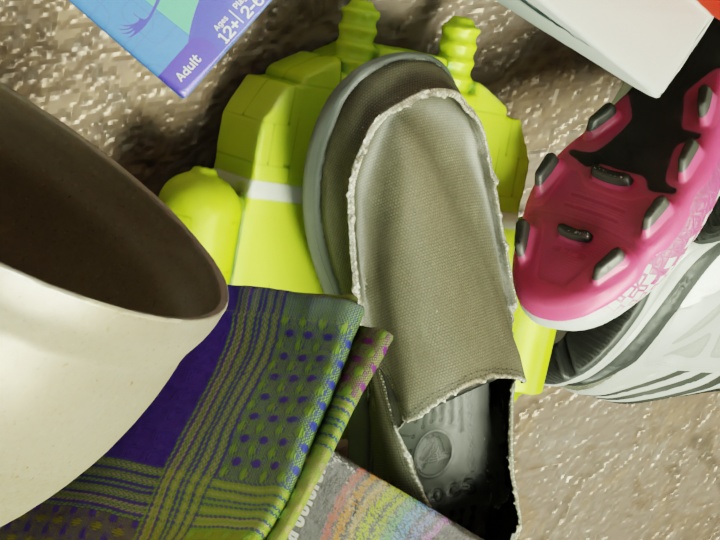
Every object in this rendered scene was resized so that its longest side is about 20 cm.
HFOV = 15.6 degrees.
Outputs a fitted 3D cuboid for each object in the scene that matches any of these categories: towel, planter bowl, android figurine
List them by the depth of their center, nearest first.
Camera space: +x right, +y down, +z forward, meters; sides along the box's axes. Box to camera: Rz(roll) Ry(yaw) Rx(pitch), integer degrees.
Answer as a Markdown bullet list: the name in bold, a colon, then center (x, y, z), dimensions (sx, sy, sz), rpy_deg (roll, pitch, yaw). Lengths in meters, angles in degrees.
- **planter bowl**: center (-0.159, 0.013, 0.796), dimensions (0.200, 0.200, 0.135), rpy_deg (21, 106, -45)
- **towel**: center (-0.101, 0.056, 0.860), dimensions (0.144, 0.199, 0.023), rpy_deg (-61, 140, -28)
- **android figurine**: center (0.000, 0.000, 0.986), dimensions (0.181, 0.041, 0.201), rpy_deg (8, 98, -33)

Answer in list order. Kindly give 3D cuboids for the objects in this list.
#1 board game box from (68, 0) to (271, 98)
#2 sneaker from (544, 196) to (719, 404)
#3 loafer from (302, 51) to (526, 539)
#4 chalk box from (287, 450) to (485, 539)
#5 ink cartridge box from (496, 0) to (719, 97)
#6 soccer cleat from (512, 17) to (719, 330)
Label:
- **board game box**: center (-0.076, -0.171, 0.747), dimensions (0.200, 0.045, 0.152), rpy_deg (40, 100, -14)
- **sneaker**: center (0.158, -0.018, 1.126), dimensions (0.200, 0.076, 0.115), rpy_deg (-43, 148, 15)
- **loafer**: center (0.031, 0.020, 0.943), dimensions (0.075, 0.070, 0.201), rpy_deg (-20, 114, -26)
- **chalk box**: center (-0.060, 0.128, 0.915), dimensions (0.199, 0.125, 0.124), rpy_deg (31, 140, -6)
- **ink cartridge box**: center (0.061, -0.114, 0.875), dimensions (0.044, 0.173, 0.200), rpy_deg (-54, 138, 3)
- **soccer cleat**: center (0.126, -0.046, 1.012), dimensions (0.201, 0.070, 0.086), rpy_deg (-60, 142, -23)
